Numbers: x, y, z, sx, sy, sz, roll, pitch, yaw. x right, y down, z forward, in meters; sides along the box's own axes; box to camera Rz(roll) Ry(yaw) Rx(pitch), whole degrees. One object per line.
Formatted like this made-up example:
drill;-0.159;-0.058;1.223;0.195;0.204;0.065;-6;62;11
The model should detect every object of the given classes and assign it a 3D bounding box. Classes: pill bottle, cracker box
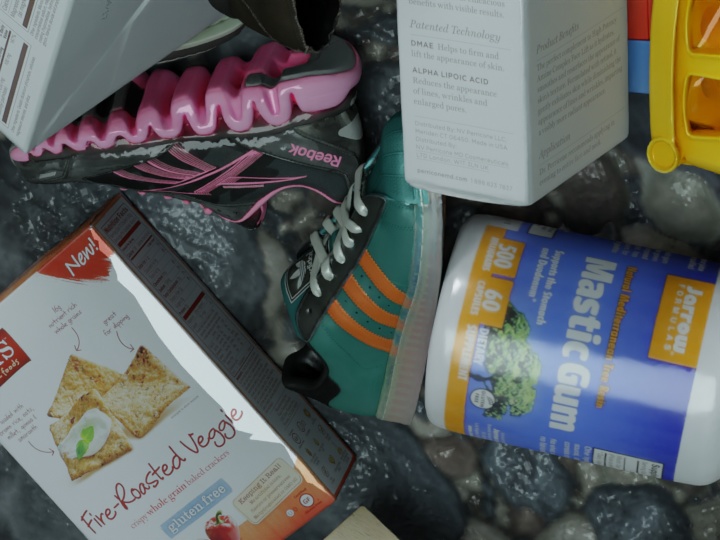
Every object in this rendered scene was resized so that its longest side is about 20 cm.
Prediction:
pill bottle;0.139;0.044;1.240;0.198;0.112;0.113;11;114;10
cracker box;-0.118;0.077;1.350;0.134;0.058;0.200;-39;98;24

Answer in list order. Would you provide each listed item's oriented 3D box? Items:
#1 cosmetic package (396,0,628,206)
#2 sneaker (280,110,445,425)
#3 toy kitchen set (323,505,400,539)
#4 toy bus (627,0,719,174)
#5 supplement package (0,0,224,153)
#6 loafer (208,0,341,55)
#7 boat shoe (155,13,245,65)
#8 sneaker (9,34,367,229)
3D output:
cosmetic package;0.068;-0.141;1.111;0.074;0.102;0.202;10;116;32
sneaker;0.000;0.000;1.254;0.079;0.072;0.201;6;131;-2
toy kitchen set;0.111;0.198;1.344;0.200;0.180;0.164;41;163;31
toy bus;0.188;-0.139;1.157;0.191;0.136;0.202;11;113;28
supplement package;-0.121;-0.185;1.130;0.111;0.156;0.200;41;140;12
loafer;-0.016;-0.169;1.116;0.071;0.073;0.200;40;154;11
boat shoe;-0.152;-0.131;1.274;0.199;0.061;0.072;-2;68;2
sneaker;-0.086;-0.058;1.285;0.198;0.079;0.096;-7;121;18
